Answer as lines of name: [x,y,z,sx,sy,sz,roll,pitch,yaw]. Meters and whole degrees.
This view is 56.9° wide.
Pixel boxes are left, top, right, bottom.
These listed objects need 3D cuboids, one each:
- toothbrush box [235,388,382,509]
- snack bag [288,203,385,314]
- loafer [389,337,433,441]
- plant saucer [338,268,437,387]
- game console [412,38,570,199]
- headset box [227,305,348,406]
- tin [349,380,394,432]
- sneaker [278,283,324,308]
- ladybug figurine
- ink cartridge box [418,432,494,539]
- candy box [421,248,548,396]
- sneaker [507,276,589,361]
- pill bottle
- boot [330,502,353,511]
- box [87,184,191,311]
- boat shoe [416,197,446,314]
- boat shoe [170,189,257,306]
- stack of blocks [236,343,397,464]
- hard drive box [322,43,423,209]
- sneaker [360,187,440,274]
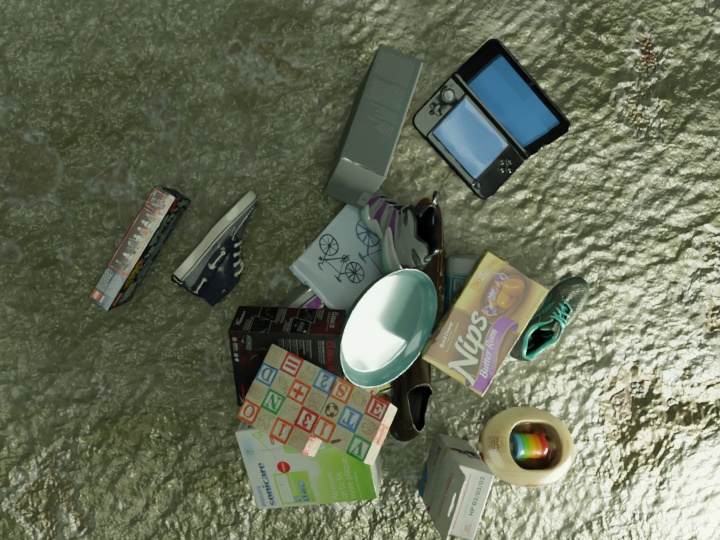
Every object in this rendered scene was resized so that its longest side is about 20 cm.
toothbrush box: [-0.076,0.279,1.037,0.196,0.086,0.148,-7,110,12]
snack bag: [0.000,0.000,1.118,0.189,0.021,0.201,47,60,-11]
loafer: [0.099,0.190,1.139,0.072,0.071,0.204,14,73,-32]
plant saucer: [0.040,0.086,1.030,0.198,0.027,0.204,-22,126,-32]
game console: [0.215,-0.246,1.115,0.200,0.118,0.171,45,89,-8]
headset box: [-0.101,0.141,1.064,0.196,0.078,0.151,3,120,5]
tin: [-0.013,0.254,1.174,0.197,0.042,0.113,-28,102,-3]
sneaker: [-0.090,0.096,1.139,0.114,0.073,0.200,44,100,-12]
ladybug figurine: [0.287,0.314,1.183,0.196,0.072,0.139,10,70,-20]
ink cartridge box: [0.163,0.369,1.123,0.067,0.200,0.117,16,94,-8]
candy box: [0.196,0.083,1.063,0.116,0.056,0.202,32,96,2]
sneaker: [0.338,0.093,1.174,0.200,0.091,0.078,-45,99,-1]
pill bottle: [0.197,0.078,1.146,0.108,0.111,0.205,2,96,-7]
boot: [-0.061,0.312,1.121,0.095,0.074,0.202,-33,95,3]
box: [-0.347,-0.038,1.057,0.039,0.137,0.202,31,92,-6]
boat shoe: [0.112,-0.020,1.136,0.069,0.070,0.204,18,75,-29]
boat shoe: [-0.220,-0.034,1.112,0.093,0.075,0.200,41,97,-15]
stack of blocks: [-0.061,0.202,0.943,0.197,0.059,0.117,23,79,19]
hard drive box: [0.016,-0.221,1.048,0.076,0.156,0.203,21,75,-8]
sneaker: [0.076,-0.093,1.077,0.077,0.140,0.203,0,56,-42]
